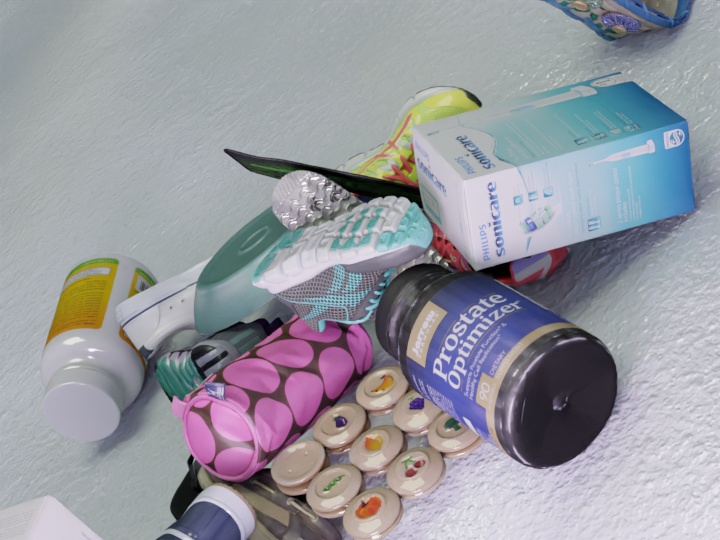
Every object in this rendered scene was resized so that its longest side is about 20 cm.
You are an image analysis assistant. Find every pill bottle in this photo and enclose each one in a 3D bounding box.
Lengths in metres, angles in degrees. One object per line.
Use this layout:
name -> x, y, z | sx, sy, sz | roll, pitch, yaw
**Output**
pill bottle -> -0.279, 0.084, 1.981 | 0.111, 0.111, 0.201 | -30, 30, 25
pill bottle -> 0.099, 0.067, 1.457 | 0.112, 0.112, 0.200 | -48, 39, -9

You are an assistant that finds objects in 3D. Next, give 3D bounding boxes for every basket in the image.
basket -> 0.261, -0.306, 1.737 | 0.200, 0.175, 0.140 | -34, 41, 47

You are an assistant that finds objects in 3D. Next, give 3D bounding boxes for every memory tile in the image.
memory tile -> 0.032, 0.130, 1.534 | 0.200, 0.017, 0.153 | -42, 37, -18

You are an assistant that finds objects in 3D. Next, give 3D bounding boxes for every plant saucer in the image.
plant saucer -> -0.093, -0.018, 1.808 | 0.199, 0.036, 0.200 | -37, 16, 12

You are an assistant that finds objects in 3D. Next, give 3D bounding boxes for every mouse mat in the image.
mouse mat -> -0.021, -0.083, 1.734 | 0.161, 0.198, 0.008 | 34, -113, -82

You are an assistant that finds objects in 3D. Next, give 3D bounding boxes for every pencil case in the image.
pencil case -> -0.074, 0.100, 1.630 | 0.093, 0.091, 0.200 | 24, 32, 23

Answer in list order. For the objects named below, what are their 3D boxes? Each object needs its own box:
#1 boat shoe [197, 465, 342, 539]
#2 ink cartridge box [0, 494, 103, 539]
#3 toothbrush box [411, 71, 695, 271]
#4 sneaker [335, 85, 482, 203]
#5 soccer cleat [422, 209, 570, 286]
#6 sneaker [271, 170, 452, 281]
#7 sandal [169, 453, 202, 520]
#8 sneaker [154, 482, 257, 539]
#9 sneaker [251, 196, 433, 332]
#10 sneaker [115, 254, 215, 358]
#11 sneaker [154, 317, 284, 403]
boat shoe -> -0.073, 0.208, 1.588 | 0.073, 0.075, 0.200 | -38, 35, -11
ink cartridge box -> -0.257, 0.287, 1.330 | 0.128, 0.125, 0.201 | -20, 36, 39
toothbrush box -> 0.159, -0.087, 1.561 | 0.198, 0.086, 0.146 | -15, 26, -12
sneaker -> 0.048, -0.099, 1.840 | 0.200, 0.078, 0.091 | -43, 27, 26
soccer cleat -> 0.099, -0.021, 1.655 | 0.076, 0.067, 0.199 | -34, 24, -31
sneaker -> 0.011, -0.022, 1.682 | 0.070, 0.200, 0.100 | -50, 0, 2
sandal -> -0.125, 0.153, 1.749 | 0.076, 0.043, 0.201 | -6, 46, 51
sneaker -> -0.156, 0.259, 1.528 | 0.109, 0.070, 0.200 | -49, -7, -37
sneaker -> 0.000, 0.000, 1.582 | 0.199, 0.091, 0.078 | -16, 31, 48
sneaker -> -0.156, 0.027, 1.948 | 0.199, 0.071, 0.073 | -27, -3, -7
sneaker -> -0.134, 0.093, 1.817 | 0.087, 0.075, 0.200 | -33, 5, -25
